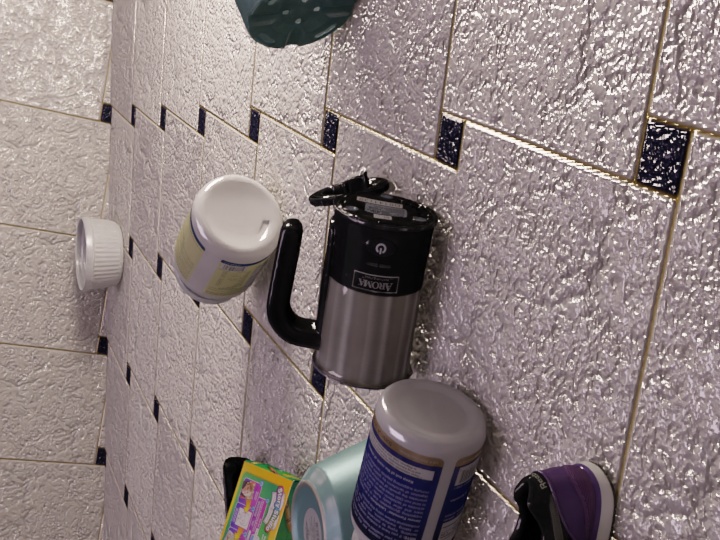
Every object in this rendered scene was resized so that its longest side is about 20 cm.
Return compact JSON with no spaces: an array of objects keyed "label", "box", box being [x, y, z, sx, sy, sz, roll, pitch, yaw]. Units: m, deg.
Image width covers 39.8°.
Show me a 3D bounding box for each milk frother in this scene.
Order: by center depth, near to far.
[{"label":"milk frother","box":[0.000,0.000,1.142,0.200,0.178,0.191,-41,-37,-64]}]

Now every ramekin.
[{"label":"ramekin","box":[-0.716,-0.047,2.732,0.199,0.103,0.204,179,90,-65]}]

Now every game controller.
[{"label":"game controller","box":[-0.190,0.403,1.603,0.041,0.104,0.204,-12,76,22]}]

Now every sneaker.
[{"label":"sneaker","box":[0.152,0.260,0.831,0.075,0.086,0.204,-165,76,-64]}]

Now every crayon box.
[{"label":"crayon box","box":[-0.140,0.383,1.407,0.118,0.058,0.203,9,78,47]}]

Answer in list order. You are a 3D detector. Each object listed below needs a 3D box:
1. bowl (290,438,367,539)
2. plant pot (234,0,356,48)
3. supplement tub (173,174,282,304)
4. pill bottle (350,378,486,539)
[{"label":"bowl","box":[-0.017,0.303,1.189,0.200,0.103,0.205,180,90,-65]},{"label":"plant pot","box":[-0.101,-0.408,1.273,0.200,0.197,0.199,-47,57,57]},{"label":"supplement tub","box":[-0.215,-0.042,1.572,0.200,0.143,0.147,132,132,-56]},{"label":"pill bottle","box":[0.052,0.223,1.019,0.116,0.114,0.203,-127,43,-52]}]
